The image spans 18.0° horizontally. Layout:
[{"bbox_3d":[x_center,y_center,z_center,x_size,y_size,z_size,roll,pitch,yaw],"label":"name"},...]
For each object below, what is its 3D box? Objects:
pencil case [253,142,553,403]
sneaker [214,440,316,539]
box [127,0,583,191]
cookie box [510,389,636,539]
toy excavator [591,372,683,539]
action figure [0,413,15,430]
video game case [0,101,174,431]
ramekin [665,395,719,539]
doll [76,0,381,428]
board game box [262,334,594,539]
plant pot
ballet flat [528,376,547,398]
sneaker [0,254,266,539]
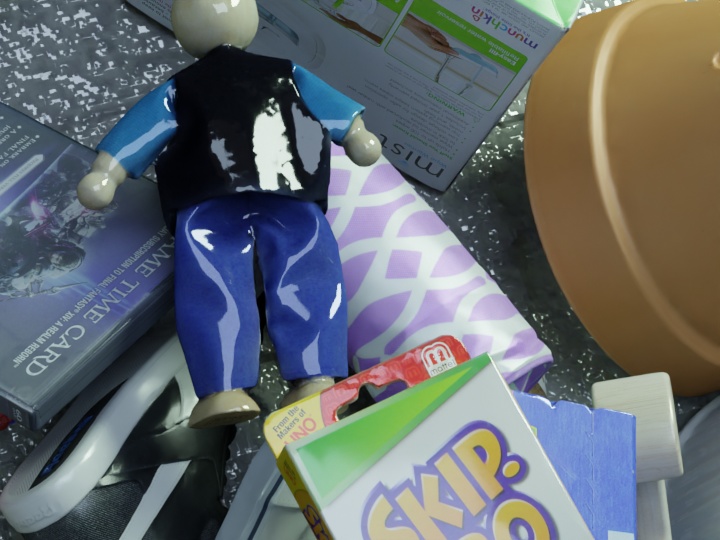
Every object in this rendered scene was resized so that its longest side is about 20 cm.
[{"bbox_3d":[0.000,0.000,1.053,0.084,0.086,0.200,-29,71,-35],"label":"pencil case"},{"bbox_3d":[-0.042,0.165,0.985,0.071,0.073,0.201,21,90,38],"label":"sneaker"},{"bbox_3d":[0.002,-0.155,1.117,0.199,0.177,0.097,30,61,-2],"label":"box"},{"bbox_3d":[0.052,0.165,0.980,0.075,0.200,0.172,9,65,-13],"label":"cookie box"},{"bbox_3d":[0.137,0.173,1.023,0.099,0.195,0.201,-10,55,7],"label":"toy excavator"},{"bbox_3d":[-0.181,0.042,1.032,0.098,0.066,0.200,18,48,15],"label":"action figure"},{"bbox_3d":[-0.176,-0.017,1.034,0.199,0.019,0.143,28,50,23],"label":"video game case"},{"bbox_3d":[0.246,0.131,1.110,0.198,0.105,0.202,7,65,-15],"label":"ramekin"},{"bbox_3d":[-0.056,-0.035,0.996,0.135,0.048,0.202,-5,78,-10],"label":"doll"},{"bbox_3d":[0.047,0.122,0.873,0.095,0.030,0.201,-23,71,-21],"label":"board game box"},{"bbox_3d":[0.194,-0.051,1.109,0.199,0.139,0.202,20,62,-42],"label":"plant pot"},{"bbox_3d":[0.046,0.037,1.121,0.072,0.068,0.200,-26,72,-45],"label":"ballet flat"},{"bbox_3d":[-0.079,0.088,1.057,0.112,0.073,0.200,56,44,-17],"label":"sneaker"}]
